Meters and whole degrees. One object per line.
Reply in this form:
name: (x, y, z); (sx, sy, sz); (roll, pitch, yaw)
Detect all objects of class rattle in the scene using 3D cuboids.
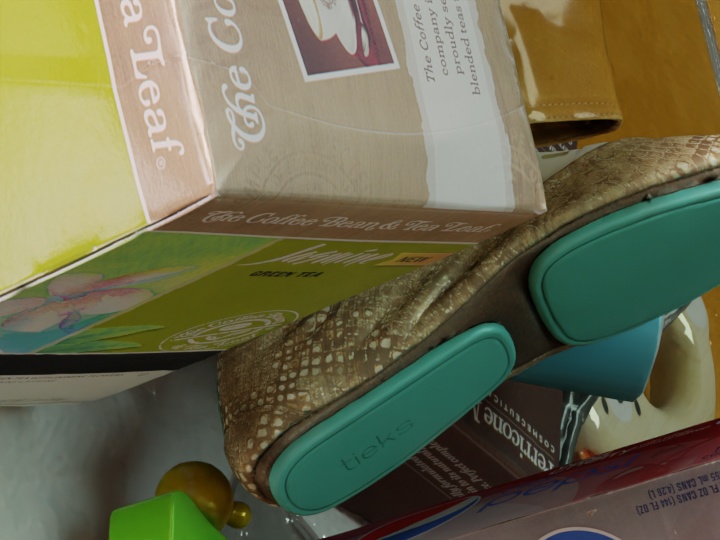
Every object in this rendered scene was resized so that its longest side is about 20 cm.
rattle: (0.138, 0.036, 1.105); (0.200, 0.143, 0.130); (-70, 146, -54)

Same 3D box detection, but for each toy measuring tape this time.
toy measuring tape: (-0.046, 0.152, 0.817); (0.074, 0.074, 0.200); (33, 47, -45)

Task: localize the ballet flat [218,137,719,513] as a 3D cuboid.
ballet flat: (0.041, 0.000, 0.844); (0.065, 0.200, 0.071); (57, -9, 36)

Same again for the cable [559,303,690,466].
cable: (0.079, 0.046, 1.052); (0.050, 0.097, 0.200); (89, 10, -64)

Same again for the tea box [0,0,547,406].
tea box: (-0.079, -0.081, 0.759); (0.134, 0.197, 0.200); (1, 72, -47)

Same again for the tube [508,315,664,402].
tube: (0.000, 0.000, 0.905); (0.200, 0.050, 0.077); (11, 47, -4)

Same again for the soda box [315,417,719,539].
soda box: (0.056, 0.105, 0.873); (0.063, 0.200, 0.070); (-30, 99, -59)

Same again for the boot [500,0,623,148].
boot: (-0.007, -0.101, 0.944); (0.201, 0.071, 0.144); (-4, 75, -19)

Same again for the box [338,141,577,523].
box: (0.024, -0.009, 1.011); (0.100, 0.075, 0.200); (40, 44, -39)
